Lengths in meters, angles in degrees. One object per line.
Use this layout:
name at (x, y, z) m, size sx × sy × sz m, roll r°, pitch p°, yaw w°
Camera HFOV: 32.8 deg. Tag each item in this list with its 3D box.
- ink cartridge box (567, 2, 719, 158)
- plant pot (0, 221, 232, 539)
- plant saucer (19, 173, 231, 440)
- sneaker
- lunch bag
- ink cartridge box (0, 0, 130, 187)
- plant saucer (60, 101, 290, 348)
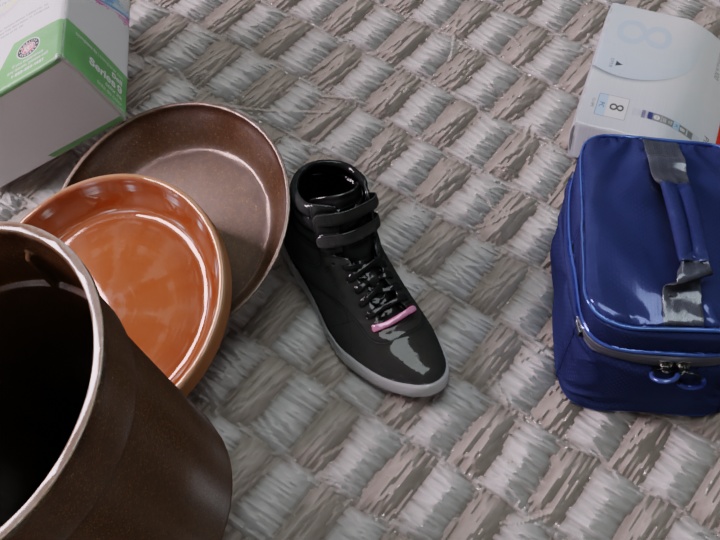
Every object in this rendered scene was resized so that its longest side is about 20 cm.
ink cartridge box at (0.292, -0.144, 1.044) m, size 0.199 × 0.047 × 0.161 m, roll 14°, pitch 53°, yaw 13°
plant pot at (-0.182, 0.108, 0.704) m, size 0.199 × 0.198 × 0.201 m, roll -11°, pitch 58°, yaw 19°
plant saucer at (-0.184, 0.027, 0.877) m, size 0.199 × 0.032 × 0.201 m, roll -7°, pitch 66°, yaw 15°
sneaker at (0.000, 0.000, 0.895) m, size 0.070 × 0.099 × 0.200 m, roll -25°, pitch 57°, yaw -21°
lunch bag at (0.210, 0.003, 0.875) m, size 0.135 × 0.133 × 0.201 m, roll 2°, pitch 51°, yaw 1°
ink cartridge box at (-0.270, -0.188, 1.010) m, size 0.145 × 0.087 × 0.201 m, roll -25°, pitch 50°, yaw 20°
plant saucer at (-0.141, -0.032, 0.924) m, size 0.199 × 0.037 × 0.201 m, roll -7°, pitch 67°, yaw 16°
